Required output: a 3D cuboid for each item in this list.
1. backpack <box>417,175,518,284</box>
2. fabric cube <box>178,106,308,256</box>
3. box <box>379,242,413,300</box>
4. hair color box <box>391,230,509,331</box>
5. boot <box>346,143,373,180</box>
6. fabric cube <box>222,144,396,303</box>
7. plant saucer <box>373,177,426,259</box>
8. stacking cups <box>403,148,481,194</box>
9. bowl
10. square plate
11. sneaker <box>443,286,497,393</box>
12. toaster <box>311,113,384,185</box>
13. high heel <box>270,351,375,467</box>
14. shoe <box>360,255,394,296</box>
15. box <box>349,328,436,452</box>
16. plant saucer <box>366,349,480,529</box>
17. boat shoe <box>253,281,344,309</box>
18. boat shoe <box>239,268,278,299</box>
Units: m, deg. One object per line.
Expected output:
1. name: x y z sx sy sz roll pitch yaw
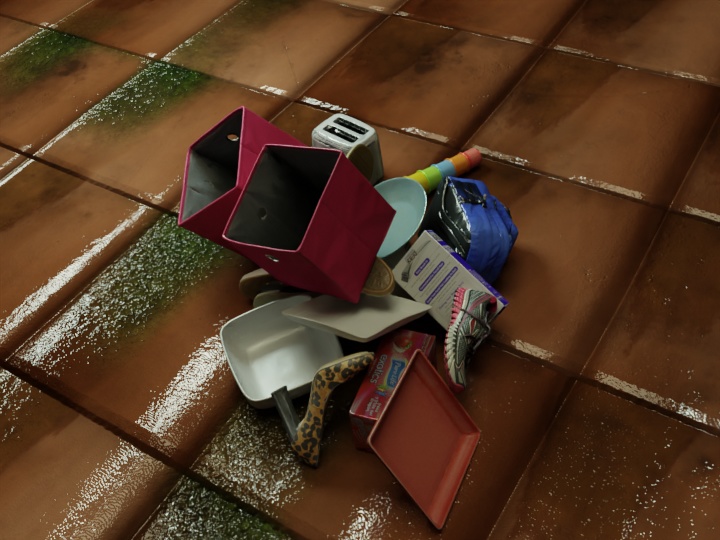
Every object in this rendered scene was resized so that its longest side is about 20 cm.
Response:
1. backpack: 0.223 -0.068 1.651 0.165 0.164 0.202 4 39 -16
2. fabric cube: -0.225 -0.170 1.706 0.195 0.198 0.203 -26 51 39
3. box: 0.066 -0.033 1.697 0.067 0.083 0.202 -13 45 -5
4. hair color box: 0.161 0.033 1.538 0.200 0.110 0.065 44 15 11
5. boot: -0.059 -0.165 1.749 0.154 0.072 0.202 -17 44 49
6. fabric cube: -0.089 -0.084 1.510 0.194 0.199 0.203 11 70 38
7. plant saucer: 0.052 -0.091 1.653 0.199 0.039 0.203 -22 46 25
8. stacking cups: 0.184 -0.220 1.895 0.198 0.061 0.060 -28 47 -25
9. bowl: -0.139 0.154 1.530 0.197 0.075 0.201 -22 51 -12
10. square plate: -0.005 0.079 1.494 0.196 0.029 0.199 14 22 37
11. sneaker: 0.182 0.112 1.416 0.073 0.081 0.202 7 54 14
12. toaster: -0.027 -0.265 1.914 0.199 0.130 0.113 31 56 33
13. high heel: -0.040 0.228 1.396 0.198 0.071 0.144 -28 82 14
14. shoe: 0.000 0.000 1.570 0.199 0.053 0.070 30 81 43
15. box: 0.060 0.205 1.436 0.094 0.101 0.201 10 46 18
16. plant saucer: 0.096 0.264 1.327 0.036 0.201 0.201 -19 27 41
17. boat shoe: -0.105 0.060 1.630 0.197 0.075 0.063 6 30 6
18. boat shoe: -0.149 0.009 1.697 0.196 0.072 0.070 -8 41 -12
